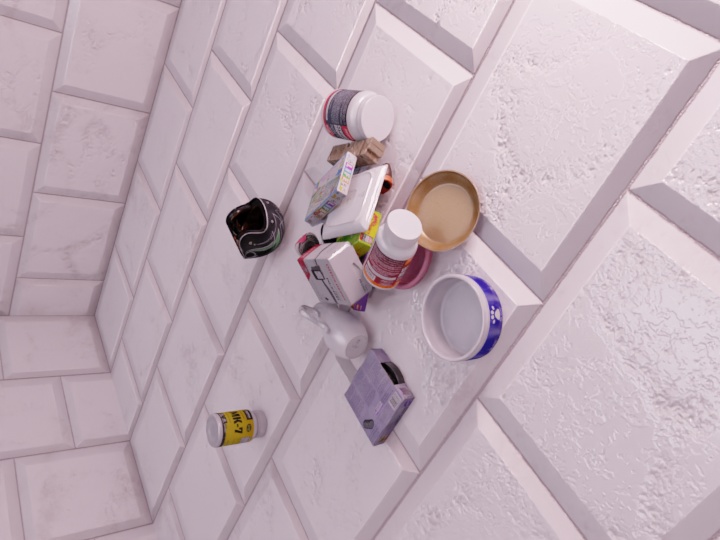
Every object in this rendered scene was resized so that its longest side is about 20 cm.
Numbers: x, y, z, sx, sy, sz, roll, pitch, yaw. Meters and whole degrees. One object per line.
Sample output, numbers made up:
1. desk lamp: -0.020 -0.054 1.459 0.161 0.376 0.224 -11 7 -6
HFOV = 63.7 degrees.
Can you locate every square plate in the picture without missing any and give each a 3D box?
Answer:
1. square plate: -0.023 -0.189 1.576 0.195 0.028 0.205 -8 59 50

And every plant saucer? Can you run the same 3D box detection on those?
1. plant saucer: 0.124 -0.052 1.552 0.198 0.050 0.207 -4 85 49
2. plant saucer: 0.207 -0.145 1.435 0.195 0.035 0.207 -6 78 29

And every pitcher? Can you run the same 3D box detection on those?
1. pitcher: -0.081 0.166 1.691 0.200 0.169 0.124 41 112 44

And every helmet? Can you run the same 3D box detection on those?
1. helmet: -0.357 -0.149 2.027 0.202 0.187 0.201 57 166 22

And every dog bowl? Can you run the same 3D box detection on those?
1. dog bowl: 0.239 0.112 1.383 0.197 0.077 0.207 -3 86 50

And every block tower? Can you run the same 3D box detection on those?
1. block tower: -0.018 -0.331 1.653 0.197 0.057 0.055 1 64 52

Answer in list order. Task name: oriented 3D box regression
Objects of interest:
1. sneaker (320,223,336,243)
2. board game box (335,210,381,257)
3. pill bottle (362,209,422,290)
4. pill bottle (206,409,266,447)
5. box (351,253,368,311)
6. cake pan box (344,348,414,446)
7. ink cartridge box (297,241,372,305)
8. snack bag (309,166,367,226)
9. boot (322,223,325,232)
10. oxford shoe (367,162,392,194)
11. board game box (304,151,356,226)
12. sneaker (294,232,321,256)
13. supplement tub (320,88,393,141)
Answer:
1. sneaker: -0.086 -0.058 1.787 0.084 0.070 0.204 108 153 -50
2. board game box: -0.015 -0.086 1.605 0.199 0.047 0.104 -32 39 60
3. pill bottle: 0.079 -0.051 1.443 0.112 0.107 0.202 66 151 28
4. pill bottle: -0.442 0.561 2.075 0.113 0.196 0.118 -3 86 49
5. box: 0.000 0.000 1.667 0.137 0.038 0.206 -136 57 -71
6. cake pan box: 0.048 0.349 1.618 0.185 0.051 0.203 51 125 37
7. ink cartridge box: -0.073 0.008 1.580 0.198 0.083 0.148 1 122 60
8. snack bag: -0.061 -0.226 1.697 0.186 0.021 0.205 -8 59 48
9. boot: -0.057 -0.185 1.775 0.087 0.073 0.206 3 66 9
10. oxford shoe: 0.023 -0.246 1.686 0.197 0.070 0.074 -22 52 43
11. board game box: -0.086 -0.227 1.635 0.199 0.034 0.138 -34 37 52
12. sneaker: -0.135 -0.040 1.781 0.080 0.201 0.075 -40 51 -7
13. supplement tub: -0.011 -0.445 1.670 0.198 0.138 0.145 24 105 48
